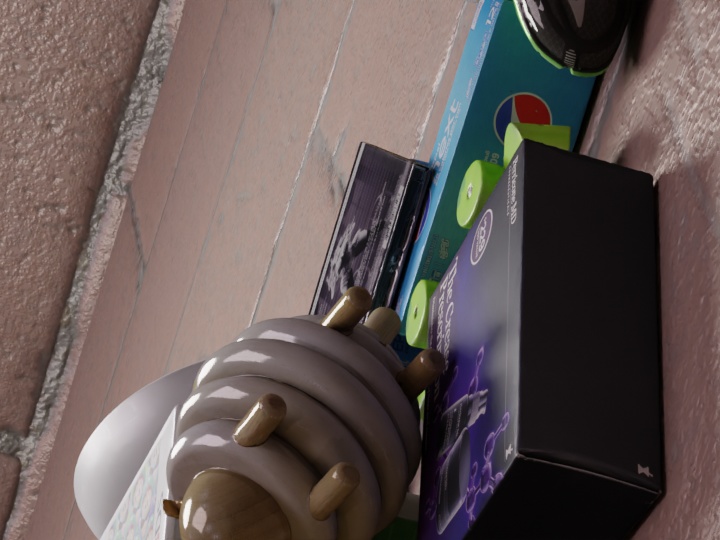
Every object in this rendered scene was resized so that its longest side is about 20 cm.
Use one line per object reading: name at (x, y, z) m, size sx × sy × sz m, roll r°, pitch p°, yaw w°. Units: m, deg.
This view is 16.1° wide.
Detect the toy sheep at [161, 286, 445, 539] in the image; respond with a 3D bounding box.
toy sheep at (-0.027, 0.082, 1.296) m, size 0.200 × 0.138 × 0.138 m, roll -45°, pitch -11°, yaw -41°

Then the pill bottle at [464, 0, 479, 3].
pill bottle at (0.077, -0.220, 1.515) m, size 0.200 × 0.112 × 0.113 m, roll 100°, pitch -175°, yaw -88°

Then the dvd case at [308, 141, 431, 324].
dvd case at (0.000, 0.000, 1.554) m, size 0.200 × 0.016 × 0.149 m, roll -145°, pitch 71°, yaw -79°

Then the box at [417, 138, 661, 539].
box at (0.087, 0.058, 1.267) m, size 0.141 × 0.079 × 0.201 m, roll 122°, pitch 159°, yaw -46°

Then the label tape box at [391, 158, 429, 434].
label tape box at (0.017, 0.043, 1.619) m, size 0.200 × 0.063 × 0.145 m, roll 125°, pitch 157°, yaw -57°

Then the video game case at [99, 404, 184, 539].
video game case at (-0.127, 0.199, 1.368) m, size 0.200 × 0.024 × 0.183 m, roll 121°, pitch 158°, yaw -47°

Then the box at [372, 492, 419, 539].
box at (-0.047, 0.212, 1.447) m, size 0.200 × 0.171 × 0.200 m, roll 160°, pitch 124°, yaw -75°

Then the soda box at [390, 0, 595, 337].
soda box at (0.077, -0.055, 1.461) m, size 0.064 × 0.068 × 0.201 m, roll -118°, pitch 44°, yaw -75°

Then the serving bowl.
serving bowl at (-0.089, 0.145, 1.708) m, size 0.200 × 0.199 × 0.066 m, roll -65°, pitch 37°, yaw 39°

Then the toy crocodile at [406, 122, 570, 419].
toy crocodile at (0.075, 0.005, 1.398) m, size 0.062 × 0.067 × 0.201 m, roll -98°, pitch 26°, yaw -59°

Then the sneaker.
sneaker at (0.133, -0.204, 1.374) m, size 0.084 × 0.076 × 0.201 m, roll 173°, pitch 111°, yaw -81°
